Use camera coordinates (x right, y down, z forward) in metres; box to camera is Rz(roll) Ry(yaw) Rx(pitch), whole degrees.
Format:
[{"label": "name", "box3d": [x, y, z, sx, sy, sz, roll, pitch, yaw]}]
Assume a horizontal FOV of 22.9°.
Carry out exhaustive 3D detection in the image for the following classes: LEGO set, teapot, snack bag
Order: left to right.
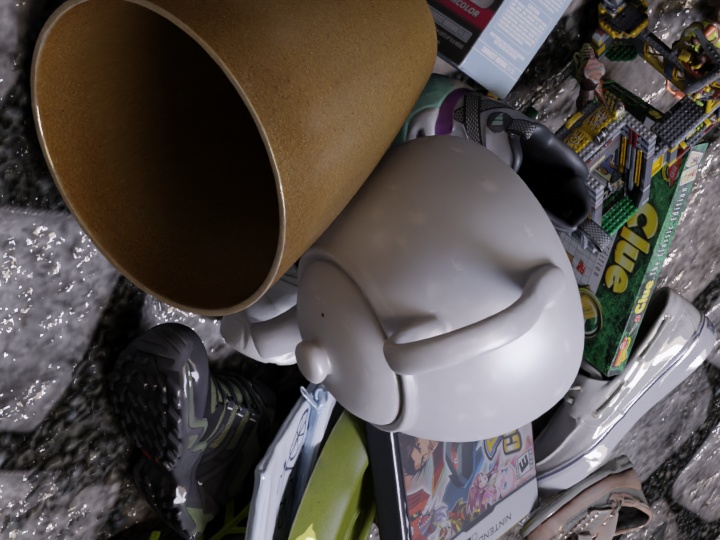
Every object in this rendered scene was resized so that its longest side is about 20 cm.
[{"label": "snack bag", "box3d": [-0.043, 0.155, 1.257, 0.200, 0.021, 0.190, -56, 160, -55]}, {"label": "teapot", "box3d": [0.029, 0.025, 1.049, 0.145, 0.198, 0.201, -26, 146, -23]}, {"label": "LEGO set", "box3d": [0.167, -0.120, 1.215, 0.199, 0.154, 0.116, -34, 158, -9]}]

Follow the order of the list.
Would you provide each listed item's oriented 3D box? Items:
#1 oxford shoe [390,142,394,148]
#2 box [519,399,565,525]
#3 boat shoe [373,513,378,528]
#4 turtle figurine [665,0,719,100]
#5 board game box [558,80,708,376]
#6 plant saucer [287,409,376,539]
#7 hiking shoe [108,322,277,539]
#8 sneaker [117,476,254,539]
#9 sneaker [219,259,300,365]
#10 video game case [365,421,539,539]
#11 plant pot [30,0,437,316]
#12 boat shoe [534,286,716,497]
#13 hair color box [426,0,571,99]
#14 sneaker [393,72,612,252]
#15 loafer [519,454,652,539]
[{"label": "oxford shoe", "box3d": [0.007, -0.075, 1.167, 0.075, 0.058, 0.200, -54, 142, 7]}, {"label": "box", "box3d": [0.161, 0.113, 1.489, 0.201, 0.048, 0.158, -53, 144, 4]}, {"label": "boat shoe", "box3d": [0.051, 0.128, 1.372, 0.072, 0.068, 0.201, -20, 133, -33]}, {"label": "turtle figurine", "box3d": [0.309, -0.208, 1.361, 0.199, 0.064, 0.163, -9, 119, -31]}, {"label": "board game box", "box3d": [0.189, -0.031, 1.352, 0.023, 0.105, 0.201, -11, 127, -41]}, {"label": "plant saucer", "box3d": [-0.020, 0.194, 1.301, 0.200, 0.031, 0.202, 18, 90, -80]}, {"label": "hiking shoe", "box3d": [-0.106, 0.090, 1.187, 0.101, 0.076, 0.201, -39, 151, -29]}, {"label": "sneaker", "box3d": [-0.135, 0.224, 1.255, 0.199, 0.075, 0.077, -26, 135, -28]}, {"label": "sneaker", "box3d": [0.000, 0.000, 1.209, 0.199, 0.078, 0.100, -13, 126, -40]}, {"label": "video game case", "box3d": [0.070, 0.122, 1.321, 0.180, 0.025, 0.202, -28, 118, -47]}, {"label": "plant pot", "box3d": [-0.049, -0.102, 1.005, 0.200, 0.186, 0.188, -35, 142, -40]}, {"label": "boat shoe", "box3d": [0.191, 0.095, 1.413, 0.200, 0.072, 0.066, -43, 110, 13]}, {"label": "hair color box", "box3d": [0.101, -0.220, 1.106, 0.201, 0.099, 0.061, -55, 142, 6]}, {"label": "sneaker", "box3d": [0.107, -0.033, 1.146, 0.078, 0.139, 0.200, -54, 143, -18]}, {"label": "loafer", "box3d": [0.197, 0.203, 1.476, 0.072, 0.063, 0.200, -42, 168, 24]}]
